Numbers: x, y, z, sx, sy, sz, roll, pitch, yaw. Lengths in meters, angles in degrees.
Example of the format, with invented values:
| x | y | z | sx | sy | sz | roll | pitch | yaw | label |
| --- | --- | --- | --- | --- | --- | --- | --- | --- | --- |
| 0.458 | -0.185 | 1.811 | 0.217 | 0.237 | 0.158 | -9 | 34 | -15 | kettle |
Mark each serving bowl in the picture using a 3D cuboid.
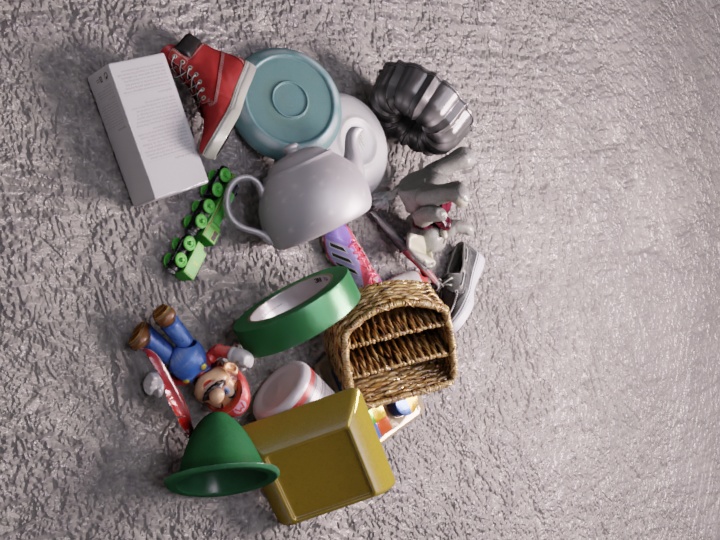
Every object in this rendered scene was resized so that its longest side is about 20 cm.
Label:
| x | y | z | sx | sy | sz | roll | pitch | yaw | label |
| --- | --- | --- | --- | --- | --- | --- | --- | --- | --- |
| -0.023 | -0.218 | 1.643 | 0.199 | 0.065 | 0.203 | 8 | 78 | -39 | serving bowl |

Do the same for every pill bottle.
| x | y | z | sx | sy | sz | roll | pitch | yaw | label |
| --- | --- | --- | --- | --- | --- | --- | --- | --- | --- |
| -0.067 | 0.248 | 1.491 | 0.200 | 0.115 | 0.116 | 47 | 56 | -24 | pill bottle |

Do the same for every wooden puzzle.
| x | y | z | sx | sy | sz | roll | pitch | yaw | label |
| --- | --- | --- | --- | --- | --- | --- | --- | --- | --- |
| 0.027 | 0.204 | 1.626 | 0.199 | 0.046 | 0.187 | -32 | 103 | -40 | wooden puzzle |

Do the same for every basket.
| x | y | z | sx | sy | sz | roll | pitch | yaw | label |
| --- | --- | --- | --- | --- | --- | --- | --- | --- | --- |
| 0.054 | 0.112 | 1.525 | 0.198 | 0.150 | 0.144 | -10 | 134 | -19 | basket |

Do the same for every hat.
| x | y | z | sx | sy | sz | roll | pitch | yaw | label |
| --- | --- | --- | --- | --- | --- | --- | --- | --- | --- |
| -0.208 | 0.217 | 1.360 | 0.164 | 0.200 | 0.178 | -8 | 65 | -2 | hat |

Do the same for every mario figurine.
| x | y | z | sx | sy | sz | roll | pitch | yaw | label |
| --- | --- | --- | --- | --- | --- | --- | --- | --- | --- |
| -0.236 | 0.144 | 1.364 | 0.200 | 0.123 | 0.107 | 45 | 44 | -21 | mario figurine |

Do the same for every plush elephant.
| x | y | z | sx | sy | sz | roll | pitch | yaw | label |
| --- | --- | --- | --- | --- | --- | --- | --- | --- | --- |
| 0.132 | -0.096 | 1.683 | 0.165 | 0.198 | 0.156 | -84 | 152 | -56 | plush elephant |

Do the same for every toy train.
| x | y | z | sx | sy | sz | roll | pitch | yaw | label |
| --- | --- | --- | --- | --- | --- | --- | --- | --- | --- |
| -0.239 | -0.073 | 1.448 | 0.056 | 0.041 | 0.201 | 45 | 56 | -37 | toy train |

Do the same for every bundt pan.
| x | y | z | sx | sy | sz | roll | pitch | yaw | label |
| --- | --- | --- | --- | --- | --- | --- | --- | --- | --- |
| 0.100 | -0.278 | 1.683 | 0.202 | 0.201 | 0.076 | 41 | 72 | -28 | bundt pan |

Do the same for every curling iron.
| x | y | z | sx | sy | sz | roll | pitch | yaw | label |
| --- | --- | --- | --- | --- | --- | --- | --- | --- | --- |
| 0.081 | -0.034 | 1.719 | 0.200 | 0.049 | 0.026 | 47 | 64 | -18 | curling iron |

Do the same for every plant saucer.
| x | y | z | sx | sy | sz | roll | pitch | yaw | label |
| --- | --- | --- | --- | --- | --- | --- | --- | --- | --- |
| -0.063 | 0.297 | 1.424 | 0.198 | 0.049 | 0.201 | -19 | 118 | 2 | plant saucer |
| -0.119 | -0.279 | 1.554 | 0.198 | 0.027 | 0.203 | 6 | 75 | -21 | plant saucer |

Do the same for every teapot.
| x | y | z | sx | sy | sz | roll | pitch | yaw | label |
| --- | --- | --- | --- | --- | --- | --- | --- | --- | --- |
| -0.089 | -0.130 | 1.495 | 0.147 | 0.196 | 0.200 | 65 | 26 | -9 | teapot |

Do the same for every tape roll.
| x | y | z | sx | sy | sz | roll | pitch | yaw | label |
| --- | --- | --- | --- | --- | --- | --- | --- | --- | --- |
| -0.098 | 0.061 | 1.440 | 0.200 | 0.199 | 0.049 | -37 | 107 | -38 | tape roll |

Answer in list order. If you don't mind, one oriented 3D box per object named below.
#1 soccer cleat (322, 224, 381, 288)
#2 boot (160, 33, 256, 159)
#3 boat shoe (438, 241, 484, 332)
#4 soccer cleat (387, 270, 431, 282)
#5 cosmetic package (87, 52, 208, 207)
| x | y | z | sx | sy | sz | roll | pitch | yaw | label |
| --- | --- | --- | --- | --- | --- | --- | --- | --- | --- |
| 0.000 | 0.000 | 1.617 | 0.067 | 0.076 | 0.202 | -33 | 106 | -42 | soccer cleat |
| -0.250 | -0.269 | 1.430 | 0.143 | 0.072 | 0.202 | 24 | 51 | -18 | boot |
| 0.175 | 0.032 | 1.779 | 0.071 | 0.072 | 0.201 | 38 | 49 | -20 | boat shoe |
| 0.095 | 0.101 | 1.695 | 0.084 | 0.068 | 0.202 | -7 | 86 | -30 | soccer cleat |
| -0.312 | -0.206 | 1.385 | 0.101 | 0.071 | 0.202 | -24 | 98 | -42 | cosmetic package |
